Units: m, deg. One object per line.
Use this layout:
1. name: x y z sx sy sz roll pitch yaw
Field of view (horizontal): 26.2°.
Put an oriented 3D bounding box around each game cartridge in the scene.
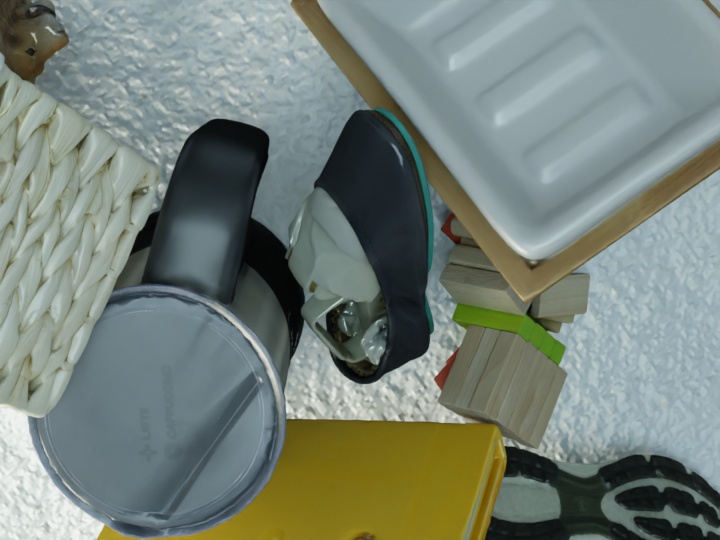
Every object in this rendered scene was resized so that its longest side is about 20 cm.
1. game cartridge: -0.041 0.144 0.776 0.199 0.177 0.033 -2 128 23

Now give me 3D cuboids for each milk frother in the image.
1. milk frother: -0.132 0.014 0.763 0.199 0.188 0.182 -3 103 1

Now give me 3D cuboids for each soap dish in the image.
1. soap dish: 0.085 -0.096 0.743 0.157 0.081 0.200 -35 66 -5

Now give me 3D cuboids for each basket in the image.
1. basket: -0.200 -0.029 0.671 0.123 0.200 0.136 31 82 -43

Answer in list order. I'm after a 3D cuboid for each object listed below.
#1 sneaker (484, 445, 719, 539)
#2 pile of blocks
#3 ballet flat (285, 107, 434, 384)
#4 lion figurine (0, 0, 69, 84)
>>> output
1. sneaker: 0.123 0.149 0.868 0.199 0.077 0.089 12 145 -14
2. pile of blocks: 0.077 -0.008 0.832 0.062 0.082 0.201 11 96 41
3. ballet flat: 0.000 0.000 0.766 0.073 0.200 0.073 -2 60 3
4. lion figurine: -0.223 -0.149 0.725 0.072 0.200 0.123 -7 80 33
